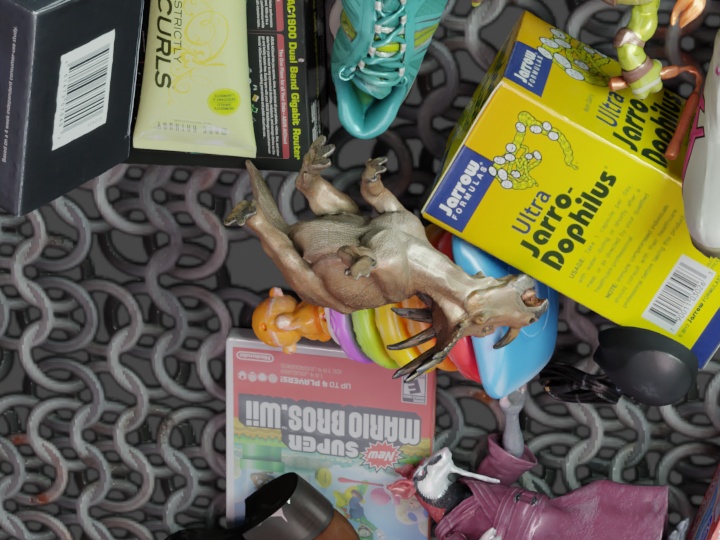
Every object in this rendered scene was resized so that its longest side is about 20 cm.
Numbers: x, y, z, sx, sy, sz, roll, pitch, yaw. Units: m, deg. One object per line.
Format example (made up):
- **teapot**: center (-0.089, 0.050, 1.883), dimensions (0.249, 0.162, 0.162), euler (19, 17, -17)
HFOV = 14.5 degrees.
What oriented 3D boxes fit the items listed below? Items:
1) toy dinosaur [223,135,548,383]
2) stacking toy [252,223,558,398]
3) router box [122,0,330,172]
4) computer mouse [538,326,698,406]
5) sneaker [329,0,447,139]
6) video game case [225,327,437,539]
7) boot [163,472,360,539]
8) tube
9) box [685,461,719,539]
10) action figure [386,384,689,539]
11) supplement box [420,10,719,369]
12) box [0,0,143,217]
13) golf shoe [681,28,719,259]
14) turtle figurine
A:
- **toy dinosaur**: center (0.000, 0.000, 1.710), dimensions (0.199, 0.086, 0.136), euler (18, 151, 36)
- **stacking toy**: center (0.019, 0.025, 1.815), dimensions (0.199, 0.110, 0.117), euler (-8, 102, 28)
- **router box**: center (-0.099, -0.163, 1.751), dimensions (0.149, 0.062, 0.201), euler (4, 118, 11)
- **computer mouse**: center (0.154, 0.070, 1.769), dimensions (0.058, 0.034, 0.200), euler (29, 164, -10)
- **sneaker**: center (0.018, -0.145, 1.677), dimensions (0.077, 0.080, 0.200), euler (9, 155, 0)
- **video game case**: center (-0.021, 0.136, 1.920), dimensions (0.142, 0.017, 0.201), euler (6, 119, 8)
- **boot**: center (-0.046, 0.248, 1.955), dimensions (0.188, 0.069, 0.200), euler (-35, 114, 18)
- **tube**: center (-0.096, -0.156, 1.692), dimensions (0.058, 0.052, 0.201), euler (32, 132, 35)
- **box**: center (0.270, 0.166, 1.827), dimensions (0.094, 0.103, 0.201), euler (20, 119, 1)
- **action figure**: center (0.113, 0.169, 1.870), dimensions (0.199, 0.134, 0.149), euler (19, 148, 17)
- **supplement box**: center (0.154, -0.050, 1.731), dimensions (0.199, 0.109, 0.110), euler (28, 120, -4)
- **box**: center (-0.239, -0.150, 1.716), dimensions (0.199, 0.104, 0.149), euler (31, 130, 25)
- **golf shoe**: center (0.222, -0.098, 1.636), dimensions (0.072, 0.201, 0.092), euler (-1, 142, 29)
- **turtle figurine**: center (0.146, -0.174, 1.665), dimensions (0.160, 0.064, 0.201), euler (12, 96, 16)
